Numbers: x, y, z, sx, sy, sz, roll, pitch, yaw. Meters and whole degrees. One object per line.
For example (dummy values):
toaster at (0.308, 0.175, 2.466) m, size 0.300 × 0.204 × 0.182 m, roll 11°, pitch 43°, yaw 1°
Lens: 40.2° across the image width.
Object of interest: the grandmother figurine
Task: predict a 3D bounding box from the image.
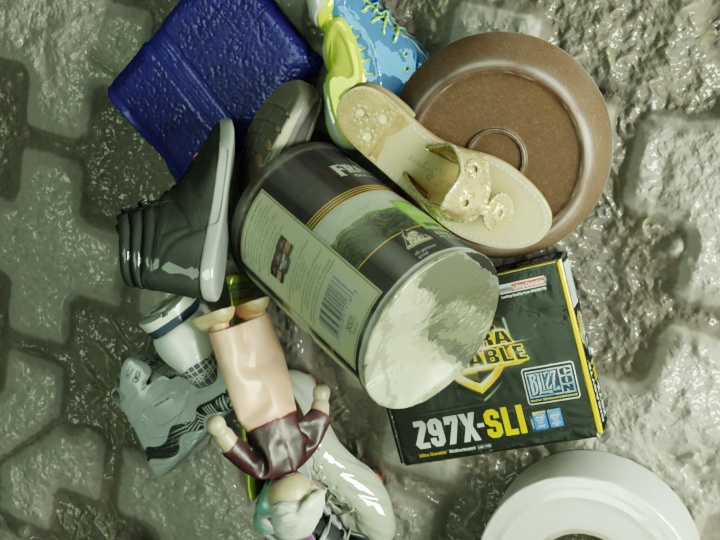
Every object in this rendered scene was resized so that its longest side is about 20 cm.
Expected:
grandmother figurine at (-0.075, 0.127, 0.836) m, size 0.060 × 0.119 × 0.204 m, roll -23°, pitch 83°, yaw 65°

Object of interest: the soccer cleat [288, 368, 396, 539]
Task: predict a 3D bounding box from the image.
soccer cleat at (-0.036, 0.192, 0.970) m, size 0.069 × 0.077 × 0.202 m, roll -33°, pitch 87°, yaw 24°

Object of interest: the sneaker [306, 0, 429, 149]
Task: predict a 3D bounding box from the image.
sneaker at (0.011, -0.215, 0.884) m, size 0.103 × 0.076 × 0.204 m, roll -6°, pitch 105°, yaw 11°

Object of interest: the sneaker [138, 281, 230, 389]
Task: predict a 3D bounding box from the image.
sneaker at (-0.153, 0.053, 0.930) m, size 0.076 × 0.200 × 0.081 m, roll -34°, pitch 98°, yaw 9°

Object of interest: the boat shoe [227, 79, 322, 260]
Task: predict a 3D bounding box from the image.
boat shoe at (-0.076, -0.091, 0.933) m, size 0.201 × 0.072 × 0.075 m, roll -58°, pitch 34°, yaw 35°

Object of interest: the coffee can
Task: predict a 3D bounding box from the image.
coffee can at (0.000, 0.000, 0.842) m, size 0.200 × 0.145 × 0.148 m, roll 40°, pitch 114°, yaw 38°

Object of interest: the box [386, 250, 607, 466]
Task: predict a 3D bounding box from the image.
box at (0.112, 0.084, 0.906) m, size 0.197 × 0.049 × 0.163 m, roll -13°, pitch 97°, yaw 24°

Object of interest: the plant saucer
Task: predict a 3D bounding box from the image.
plant saucer at (0.118, -0.100, 0.848) m, size 0.196 × 0.035 × 0.204 m, roll 4°, pitch 113°, yaw 10°

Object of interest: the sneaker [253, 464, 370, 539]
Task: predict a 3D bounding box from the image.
sneaker at (-0.027, 0.253, 0.930) m, size 0.138 × 0.078 × 0.202 m, roll 19°, pitch 141°, yaw 11°

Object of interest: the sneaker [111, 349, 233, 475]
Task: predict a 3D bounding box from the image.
sneaker at (-0.178, 0.113, 1.014) m, size 0.200 × 0.075 × 0.115 m, roll -44°, pitch 82°, yaw 23°

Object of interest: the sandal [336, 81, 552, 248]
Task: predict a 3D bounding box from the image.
sandal at (0.064, -0.074, 0.813) m, size 0.210 × 0.070 × 0.078 m, roll 35°, pitch 116°, yaw -4°

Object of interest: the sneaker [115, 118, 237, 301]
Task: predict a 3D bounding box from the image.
sneaker at (-0.162, -0.063, 0.868) m, size 0.097 × 0.203 × 0.071 m, roll 2°, pitch 142°, yaw 1°

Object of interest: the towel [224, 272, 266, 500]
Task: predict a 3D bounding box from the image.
towel at (-0.107, 0.103, 0.912) m, size 0.018 × 0.086 × 0.204 m, roll -5°, pitch 89°, yaw 3°

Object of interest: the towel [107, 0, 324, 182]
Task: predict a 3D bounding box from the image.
towel at (-0.142, -0.188, 0.960) m, size 0.200 × 0.049 × 0.148 m, roll -41°, pitch 87°, yaw 25°

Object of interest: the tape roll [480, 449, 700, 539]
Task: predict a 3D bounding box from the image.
tape roll at (0.206, 0.271, 0.890) m, size 0.199 × 0.071 × 0.207 m, roll 5°, pitch 102°, yaw 21°
